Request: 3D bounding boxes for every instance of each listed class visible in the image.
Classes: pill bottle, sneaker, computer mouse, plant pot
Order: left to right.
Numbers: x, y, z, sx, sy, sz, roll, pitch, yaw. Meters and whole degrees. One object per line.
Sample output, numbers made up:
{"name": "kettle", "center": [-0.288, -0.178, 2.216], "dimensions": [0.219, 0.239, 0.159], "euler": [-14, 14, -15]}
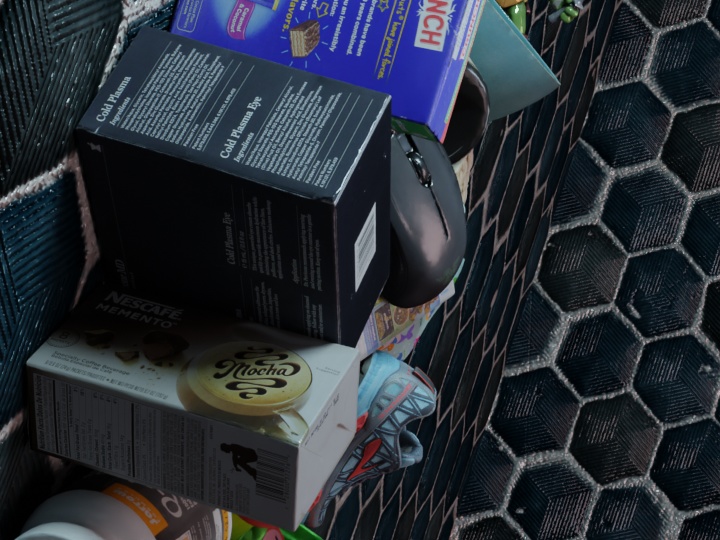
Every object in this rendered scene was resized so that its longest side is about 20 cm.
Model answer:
{"name": "pill bottle", "center": [-0.177, 0.203, 1.194], "dimensions": [0.200, 0.116, 0.116], "euler": [-29, 135, -72]}
{"name": "sneaker", "center": [0.004, 0.160, 1.429], "dimensions": [0.079, 0.095, 0.200], "euler": [-80, -166, -52]}
{"name": "pill bottle", "center": [0.036, -0.177, 1.448], "dimensions": [0.200, 0.112, 0.112], "euler": [-112, -153, -57]}
{"name": "computer mouse", "center": [0.041, -0.053, 1.315], "dimensions": [0.138, 0.053, 0.200], "euler": [-40, 129, -35]}
{"name": "plant pot", "center": [0.083, -0.217, 1.635], "dimensions": [0.135, 0.200, 0.200], "euler": [-40, 171, 11]}

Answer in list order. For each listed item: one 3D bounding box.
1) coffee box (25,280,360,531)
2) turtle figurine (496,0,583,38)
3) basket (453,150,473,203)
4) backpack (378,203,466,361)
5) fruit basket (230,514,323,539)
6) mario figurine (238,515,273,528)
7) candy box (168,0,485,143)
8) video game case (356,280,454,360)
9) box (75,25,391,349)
{"name": "coffee box", "center": [-0.113, 0.089, 1.127], "dimensions": [0.113, 0.200, 0.080], "euler": [-54, 154, -52]}
{"name": "turtle figurine", "center": [0.179, -0.318, 1.944], "dimensions": [0.144, 0.200, 0.194], "euler": [10, 104, -42]}
{"name": "basket", "center": [0.034, -0.048, 1.720], "dimensions": [0.136, 0.123, 0.200], "euler": [-56, 158, -54]}
{"name": "backpack", "center": [-0.012, -0.006, 1.477], "dimensions": [0.200, 0.177, 0.151], "euler": [-59, 159, -23]}
{"name": "fruit basket", "center": [-0.111, 0.231, 1.474], "dimensions": [0.216, 0.155, 0.216], "euler": [-54, 172, -11]}
{"name": "mario figurine", "center": [-0.083, 0.116, 1.394], "dimensions": [0.106, 0.123, 0.200], "euler": [3, 78, -41]}
{"name": "candy box", "center": [-0.015, -0.200, 1.165], "dimensions": [0.077, 0.200, 0.169], "euler": [16, 91, -77]}
{"name": "video game case", "center": [0.000, 0.000, 1.339], "dimensions": [0.200, 0.018, 0.143], "euler": [-33, 124, -38]}
{"name": "box", "center": [-0.080, -0.045, 1.137], "dimensions": [0.200, 0.182, 0.104], "euler": [90, 21, -53]}
